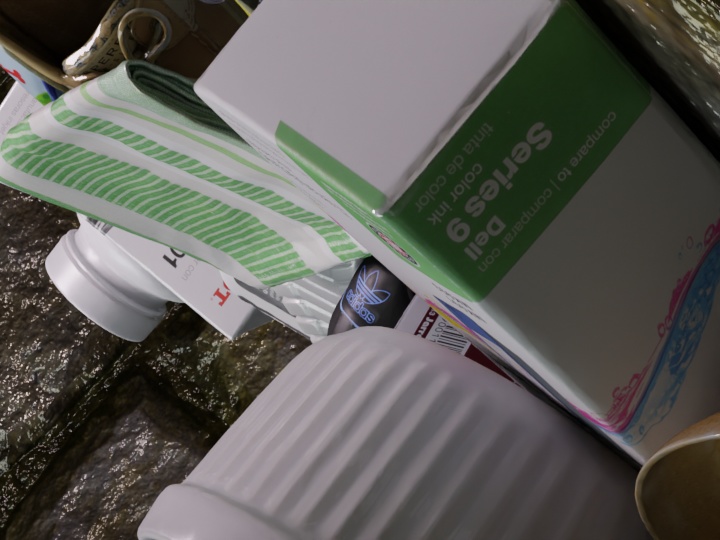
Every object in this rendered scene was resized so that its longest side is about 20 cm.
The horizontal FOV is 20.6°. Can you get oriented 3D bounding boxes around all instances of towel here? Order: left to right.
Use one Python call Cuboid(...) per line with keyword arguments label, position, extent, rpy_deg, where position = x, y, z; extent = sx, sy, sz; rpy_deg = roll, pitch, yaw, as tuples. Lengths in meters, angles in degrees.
Cuboid(label="towel", position=(-0.062, -0.033, 0.806), extent=(0.152, 0.024, 0.200), rpy_deg=(23, 166, -22))

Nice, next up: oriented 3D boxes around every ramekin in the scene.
Cuboid(label="ramekin", position=(0.030, 0.108, 0.694), extent=(0.200, 0.105, 0.200), rpy_deg=(32, 164, 11))

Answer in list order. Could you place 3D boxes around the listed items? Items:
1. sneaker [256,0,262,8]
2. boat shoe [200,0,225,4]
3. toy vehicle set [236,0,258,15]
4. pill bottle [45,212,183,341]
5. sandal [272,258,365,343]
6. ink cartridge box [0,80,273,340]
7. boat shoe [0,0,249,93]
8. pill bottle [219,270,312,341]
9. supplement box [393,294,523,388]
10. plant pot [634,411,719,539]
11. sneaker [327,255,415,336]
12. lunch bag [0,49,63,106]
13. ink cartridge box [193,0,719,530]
Cuboid(label="sneaker", position=(0.019, -0.055, 0.816), extent=(0.200, 0.075, 0.078), rpy_deg=(39, 174, 31))
Cuboid(label="boat shoe", position=(-0.067, -0.138, 0.743), extent=(0.073, 0.063, 0.200), rpy_deg=(39, -179, -19))
Cuboid(label="toy vehicle set", position=(-0.054, -0.140, 1.025), extent=(0.200, 0.027, 0.124), rpy_deg=(40, 178, 39))
Cuboid(label="pill bottle", position=(-0.112, -0.054, 1.290), extent=(0.113, 0.200, 0.113), rpy_deg=(39, -169, -9))
Cuboid(label="sandal", position=(-0.006, -0.002, 0.945), extent=(0.082, 0.050, 0.203), rpy_deg=(17, 147, 39))
Cuboid(label="ink cartridge box", position=(-0.099, -0.080, 1.179), extent=(0.200, 0.147, 0.086), rpy_deg=(39, -163, 9))
Cuboid(label="boat shoe", position=(-0.121, -0.107, 0.790), extent=(0.199, 0.073, 0.063), rpy_deg=(31, -153, -14))
Cuboid(label="pill bottle", position=(-0.004, -0.016, 1.053), extent=(0.199, 0.117, 0.116), rpy_deg=(30, 176, 14))
Cuboid(label="supplement box", position=(0.108, 0.081, 0.782), extent=(0.199, 0.061, 0.109), rpy_deg=(15, 144, 28))
Cuboid(label="plant pot", position=(0.175, 0.085, 0.553), extent=(0.199, 0.028, 0.200), rpy_deg=(22, 158, 9))
Cuboid(label="sneaker", position=(0.070, 0.017, 0.905), extent=(0.199, 0.078, 0.070), rpy_deg=(-11, -135, -41))
Cuboid(label="lunch bag", position=(-0.169, -0.191, 0.898), extent=(0.170, 0.127, 0.200), rpy_deg=(42, 161, 22))
Cuboid(label="ink cartridge box", position=(0.062, -0.014, 0.641), extent=(0.200, 0.088, 0.145), rpy_deg=(40, 179, -34))
